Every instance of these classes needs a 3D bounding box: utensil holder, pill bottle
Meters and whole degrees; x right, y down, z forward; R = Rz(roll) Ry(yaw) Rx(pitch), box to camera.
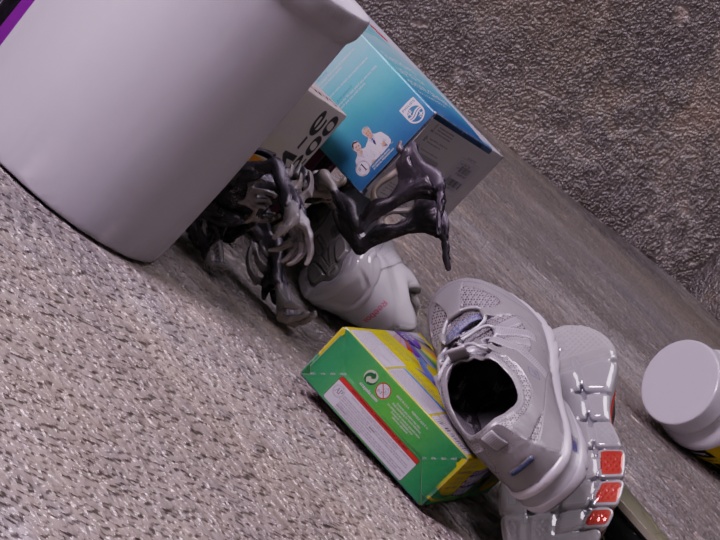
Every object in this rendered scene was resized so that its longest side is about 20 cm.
[{"bbox_3d":[-0.122,-0.131,1.337,0.170,0.200,0.170,40,9,-8],"label":"utensil holder"},{"bbox_3d":[0.392,0.153,2.372,0.200,0.114,0.114,32,13,-45],"label":"pill bottle"}]

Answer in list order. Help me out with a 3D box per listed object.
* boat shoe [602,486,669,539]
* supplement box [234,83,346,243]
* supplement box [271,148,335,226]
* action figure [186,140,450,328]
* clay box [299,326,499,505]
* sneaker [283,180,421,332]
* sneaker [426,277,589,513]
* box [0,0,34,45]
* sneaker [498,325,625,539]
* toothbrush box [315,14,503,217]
[{"bbox_3d":[0.179,0.188,1.498,0.201,0.063,0.074,48,10,22],"label":"boat shoe"},{"bbox_3d":[-0.124,-0.133,1.574,0.200,0.126,0.073,47,9,27],"label":"supplement box"},{"bbox_3d":[-0.078,-0.103,1.736,0.110,0.086,0.200,41,9,0],"label":"supplement box"},{"bbox_3d":[-0.042,-0.028,1.443,0.119,0.199,0.102,79,7,-66],"label":"action figure"},{"bbox_3d":[0.042,0.093,1.430,0.115,0.048,0.200,47,9,14],"label":"clay box"},{"bbox_3d":[0.000,0.000,1.662,0.099,0.078,0.200,45,16,-21],"label":"sneaker"},{"bbox_3d":[0.081,0.058,1.366,0.082,0.075,0.200,41,12,-34],"label":"sneaker"},{"bbox_3d":[-0.156,-0.144,1.440,0.200,0.143,0.036,34,10,-39],"label":"box"},{"bbox_3d":[0.137,0.131,1.435,0.077,0.082,0.200,7,48,11],"label":"sneaker"},{"bbox_3d":[-0.005,-0.137,1.669,0.200,0.085,0.146,48,10,25],"label":"toothbrush box"}]
